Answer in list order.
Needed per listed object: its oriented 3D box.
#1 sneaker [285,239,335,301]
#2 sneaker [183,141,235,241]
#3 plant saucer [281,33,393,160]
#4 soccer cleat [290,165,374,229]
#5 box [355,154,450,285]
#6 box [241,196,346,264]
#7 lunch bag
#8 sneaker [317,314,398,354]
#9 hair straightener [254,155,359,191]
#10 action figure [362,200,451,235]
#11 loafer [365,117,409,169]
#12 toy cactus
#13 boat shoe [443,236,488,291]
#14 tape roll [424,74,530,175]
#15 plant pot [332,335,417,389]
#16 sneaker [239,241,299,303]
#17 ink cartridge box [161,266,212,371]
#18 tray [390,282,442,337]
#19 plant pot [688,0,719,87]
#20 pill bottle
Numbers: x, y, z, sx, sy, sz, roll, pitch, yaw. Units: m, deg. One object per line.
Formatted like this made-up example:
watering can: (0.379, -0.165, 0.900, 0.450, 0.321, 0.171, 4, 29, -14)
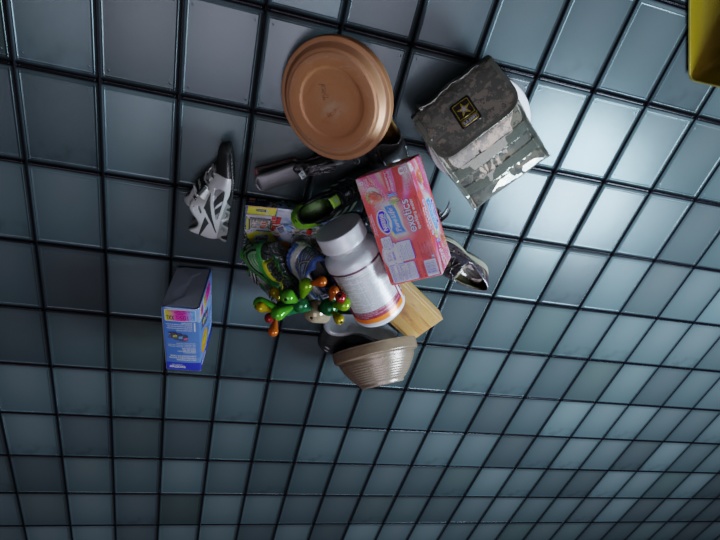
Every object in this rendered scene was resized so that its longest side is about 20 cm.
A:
sneaker: (-0.080, 0.032, 1.020, 0.077, 0.085, 0.201, -49, 140, -21)
sneaker: (-0.276, -0.143, 0.930, 0.087, 0.074, 0.202, 7, 123, -17)
plant saucer: (-0.044, -0.280, 0.844, 0.198, 0.032, 0.202, 11, 123, 17)
soccer cleat: (-0.038, -0.134, 0.951, 0.199, 0.081, 0.068, -31, 101, -8)
box: (0.079, -0.089, 0.902, 0.102, 0.095, 0.202, -14, 104, 24)
box: (-0.136, -0.071, 1.028, 0.198, 0.038, 0.138, 4, 125, -13)
lunch bag: (0.202, -0.238, 0.879, 0.163, 0.118, 0.200, -35, 118, 15)
sneaker: (-0.012, 0.153, 1.202, 0.198, 0.071, 0.099, 7, 143, -28)
hair straightener: (-0.097, -0.179, 0.934, 0.198, 0.077, 0.041, -11, 125, -2)
action figure: (0.092, -0.075, 1.021, 0.198, 0.119, 0.103, -14, 127, 15)
loafer: (0.045, -0.229, 0.915, 0.073, 0.072, 0.200, -48, 126, -9)
toy cactus: (-0.098, 0.076, 0.959, 0.198, 0.103, 0.165, -13, 159, 17)
boat shoe: (0.208, -0.013, 1.115, 0.199, 0.065, 0.072, 28, 118, -25)
tape roll: (0.218, -0.266, 0.953, 0.200, 0.037, 0.205, -5, 126, -7)
plant pot: (0.040, 0.218, 1.169, 0.198, 0.094, 0.201, -11, 166, -3)
sneaker: (-0.175, 0.013, 1.027, 0.084, 0.078, 0.201, 9, 140, 25)
ink cartridge box: (-0.356, 0.112, 1.060, 0.075, 0.137, 0.202, 7, 124, -8)
tray: (0.095, 0.078, 1.179, 0.098, 0.037, 0.200, -37, 122, 16)
plant pot: (0.693, -0.428, 0.835, 0.175, 0.200, 0.201, -29, 126, -2)
pill bottle: (0.000, 0.000, 0.958, 0.109, 0.110, 0.201, -24, 118, 8)
